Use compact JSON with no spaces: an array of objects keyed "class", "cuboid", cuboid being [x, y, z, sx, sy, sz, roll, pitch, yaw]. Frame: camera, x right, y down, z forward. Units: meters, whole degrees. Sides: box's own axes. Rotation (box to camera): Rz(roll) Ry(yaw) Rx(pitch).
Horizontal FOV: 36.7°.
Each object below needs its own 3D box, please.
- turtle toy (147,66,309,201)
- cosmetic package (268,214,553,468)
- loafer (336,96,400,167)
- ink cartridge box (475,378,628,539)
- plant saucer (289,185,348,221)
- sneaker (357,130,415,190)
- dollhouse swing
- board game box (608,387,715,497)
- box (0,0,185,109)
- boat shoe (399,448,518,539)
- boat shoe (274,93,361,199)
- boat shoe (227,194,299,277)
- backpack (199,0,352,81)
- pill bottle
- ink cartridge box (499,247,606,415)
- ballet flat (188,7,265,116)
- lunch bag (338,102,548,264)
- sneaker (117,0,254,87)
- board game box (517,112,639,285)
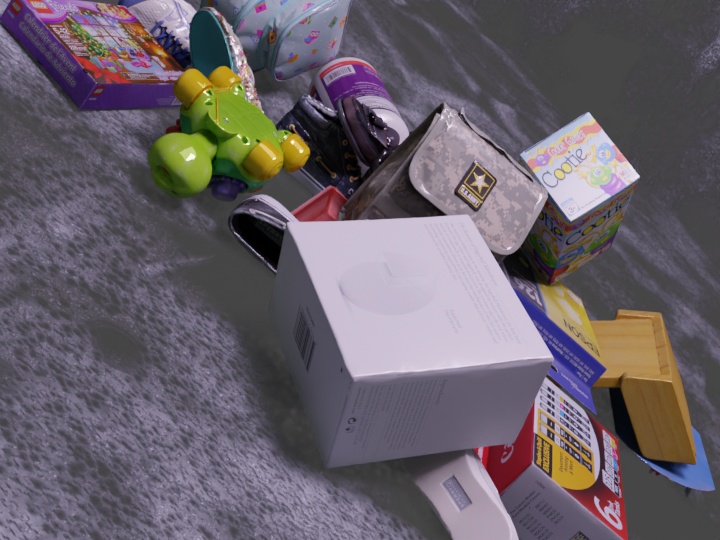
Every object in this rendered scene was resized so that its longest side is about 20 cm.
[{"class":"turtle toy","cuboid":[-0.152,-0.131,1.148,0.146,0.101,0.200,45,23,5]},{"class":"cosmetic package","cuboid":[0.039,0.059,1.012,0.197,0.124,0.201,-4,44,-22]},{"class":"loafer","cuboid":[0.031,-0.159,1.370,0.200,0.062,0.073,53,22,-52]},{"class":"ink cartridge box","cuboid":[0.190,0.203,1.153,0.175,0.084,0.200,40,23,-7]},{"class":"plant saucer","cuboid":[0.000,0.000,1.258,0.199,0.037,0.200,43,21,1]},{"class":"sneaker","cuboid":[0.095,-0.099,1.329,0.196,0.115,0.077,12,32,-20]},{"class":"dollhouse swing","cuboid":[0.350,0.165,1.495,0.201,0.173,0.184,-68,139,-64]},{"class":"board game box","cuboid":[0.406,0.242,1.507,0.156,0.039,0.201,28,25,-6]},{"class":"box","cuboid":[-0.284,-0.240,1.201,0.137,0.039,0.200,46,22,9]},{"class":"boat shoe","cuboid":[0.096,0.206,1.023,0.200,0.072,0.069,51,-5,45]},{"class":"boat shoe","cuboid":[-0.023,-0.132,1.380,0.199,0.091,0.071,37,23,-14]},{"class":"boat shoe","cuboid":[-0.052,-0.004,1.124,0.199,0.074,0.068,42,18,-2]},{"class":"backpack","cuboid":[-0.115,-0.352,1.483,0.198,0.176,0.155,-23,70,-23]},{"class":"pill bottle","cuboid":[0.001,-0.203,1.519,0.112,0.113,0.201,24,29,-37]},{"class":"ink cartridge box","cuboid":[0.230,0.056,1.369,0.197,0.047,0.201,39,22,-27]},{"class":"ballet flat","cuboid":[-0.151,-0.209,1.280,0.064,0.075,0.203,-8,81,-61]},{"class":"lunch bag","cuboid":[0.093,-0.068,1.225,0.163,0.200,0.118,37,22,-15]},{"class":"sneaker","cuboid":[-0.211,-0.268,1.328,0.199,0.075,0.089,34,25,-19]},{"class":"board game box","cuboid":[0.256,-0.082,1.332,0.104,0.104,0.201,56,-9,20]}]
